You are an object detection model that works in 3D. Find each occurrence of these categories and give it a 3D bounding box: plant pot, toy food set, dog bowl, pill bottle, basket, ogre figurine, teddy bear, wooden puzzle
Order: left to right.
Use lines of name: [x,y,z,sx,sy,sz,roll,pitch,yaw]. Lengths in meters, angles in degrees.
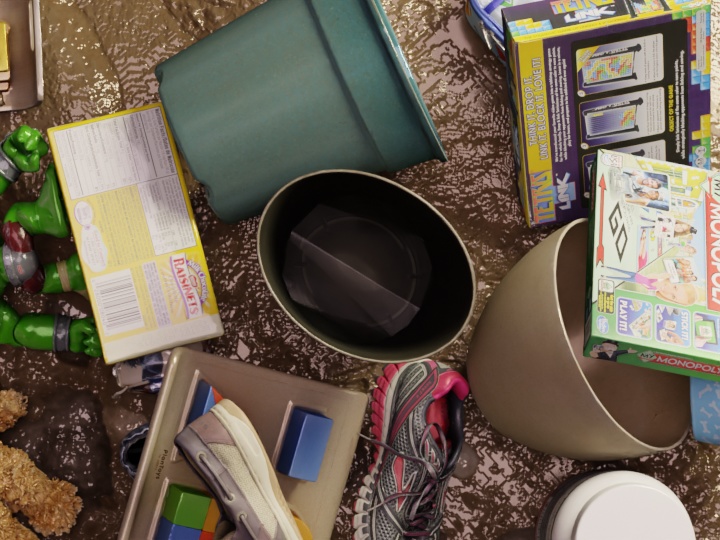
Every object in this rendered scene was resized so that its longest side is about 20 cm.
toy food set: [-0.375,-0.208,1.636,0.199,0.060,0.145,-5,84,-1]
teddy bear: [-0.330,0.170,1.595,0.145,0.067,0.201,-32,86,-6]
ogre figurine: [-0.295,-0.014,1.595,0.119,0.098,0.201,-14,128,3]
wooden puzzle: [-0.089,0.173,1.538,0.199,0.046,0.186,16,90,-32]
plant pot: [-0.055,-0.144,1.577,0.195,0.200,0.201,-24,85,4]
basket: [0.000,0.000,1.546,0.180,0.200,0.137,30,87,-1]
plant pot: [0.167,0.074,1.568,0.134,0.200,0.201,-25,84,34]
pill bottle: [0.207,0.220,1.530,0.115,0.200,0.117,0,85,-1]
dog bowl: [0.303,0.058,1.576,0.049,0.112,0.201,-2,54,14]

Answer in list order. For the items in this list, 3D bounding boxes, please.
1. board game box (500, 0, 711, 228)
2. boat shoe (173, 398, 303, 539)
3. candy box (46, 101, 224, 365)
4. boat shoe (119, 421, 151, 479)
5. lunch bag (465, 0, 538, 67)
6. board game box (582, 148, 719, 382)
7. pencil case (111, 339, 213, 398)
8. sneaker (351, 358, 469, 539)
board game box: [0.208,-0.140,1.578,0.164,0.201,0.057,-10,42,-1]
boat shoe: [-0.087,0.201,1.484,0.065,0.072,0.201,-26,104,-15]
candy box: [-0.186,-0.031,1.558,0.102,0.026,0.201,-14,86,-13]
boat shoe: [-0.104,0.150,1.588,0.199,0.091,0.071,-9,84,-2]
lunch bag: [0.191,-0.246,1.642,0.200,0.076,0.160,-40,84,-5]
board game box: [0.249,-0.005,1.515,0.134,0.029,0.201,10,50,-3]
pencil case: [-0.182,0.007,1.607,0.089,0.078,0.201,-9,84,-29]
sneaker: [0.045,0.175,1.577,0.080,0.074,0.201,1,92,-41]
